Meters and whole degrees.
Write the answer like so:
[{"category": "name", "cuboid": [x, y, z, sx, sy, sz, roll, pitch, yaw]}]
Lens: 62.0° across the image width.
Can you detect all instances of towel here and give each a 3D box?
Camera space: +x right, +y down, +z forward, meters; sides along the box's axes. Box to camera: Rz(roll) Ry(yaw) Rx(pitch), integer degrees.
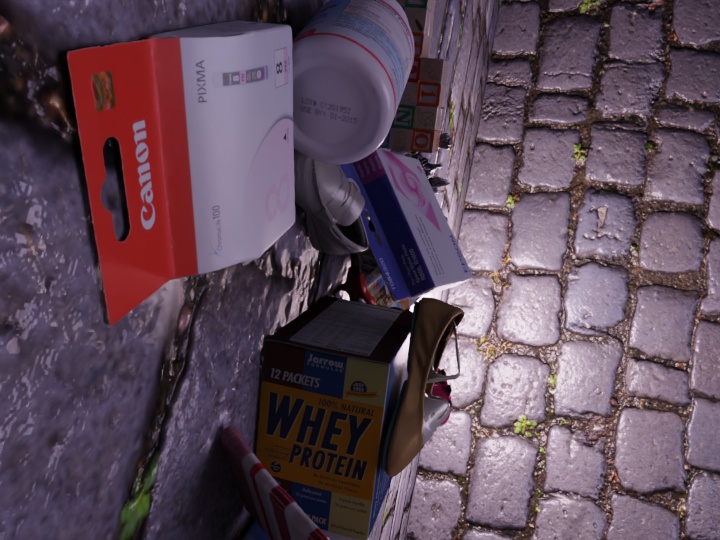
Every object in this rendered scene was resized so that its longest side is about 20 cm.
[{"category": "towel", "cuboid": [-0.052, 0.241, 0.536, 0.023, 0.200, 0.145, -33, 141, -28]}]

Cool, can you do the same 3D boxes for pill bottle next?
[{"category": "pill bottle", "cuboid": [-0.008, -0.192, 0.560, 0.201, 0.108, 0.109, -73, 165, -50]}]

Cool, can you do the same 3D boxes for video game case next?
[{"category": "video game case", "cuboid": [0.063, 0.019, 0.925, 0.200, 0.018, 0.144, -41, 149, -24]}]

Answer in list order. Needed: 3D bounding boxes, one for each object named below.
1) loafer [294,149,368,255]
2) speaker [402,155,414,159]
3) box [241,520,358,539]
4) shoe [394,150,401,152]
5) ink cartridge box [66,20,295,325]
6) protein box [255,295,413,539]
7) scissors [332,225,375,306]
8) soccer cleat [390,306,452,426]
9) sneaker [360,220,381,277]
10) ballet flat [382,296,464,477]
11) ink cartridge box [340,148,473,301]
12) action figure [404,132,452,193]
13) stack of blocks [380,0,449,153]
[{"category": "loafer", "cuboid": [-0.030, -0.080, 0.641, 0.200, 0.069, 0.070, 72, 30, -63]}, {"category": "speaker", "cuboid": [0.061, -0.084, 0.996, 0.201, 0.081, 0.081, 86, 19, -44]}, {"category": "box", "cuboid": [-0.059, 0.300, 0.667, 0.200, 0.121, 0.048, -44, 144, -68]}, {"category": "shoe", "cuboid": [0.056, -0.278, 0.879, 0.091, 0.071, 0.202, -17, 111, -74]}, {"category": "ink cartridge box", "cuboid": [-0.099, -0.075, 0.407, 0.200, 0.057, 0.164, -66, 161, -61]}, {"category": "protein box", "cuboid": [-0.020, 0.157, 0.706, 0.200, 0.134, 0.200, -35, 133, -72]}, {"category": "scissors", "cuboid": [0.000, 0.000, 0.768, 0.014, 0.073, 0.201, -34, 151, -34]}, {"category": "soccer cleat", "cuboid": [0.068, 0.145, 0.858, 0.087, 0.069, 0.201, -56, -141, 36]}, {"category": "sneaker", "cuboid": [0.021, 0.005, 0.918, 0.200, 0.075, 0.087, 79, 30, -55]}, {"category": "ballet flat", "cuboid": [0.072, 0.120, 0.636, 0.069, 0.063, 0.201, 70, 31, -62]}, {"category": "ink cartridge box", "cuboid": [0.064, -0.064, 0.797, 0.200, 0.043, 0.197, -8, 73, -62]}, {"category": "action figure", "cuboid": [0.127, -0.203, 1.153, 0.200, 0.101, 0.120, -3, 91, -75]}, {"category": "stack of blocks", "cuboid": [0.054, -0.259, 0.774, 0.059, 0.114, 0.201, -41, 138, -70]}]
